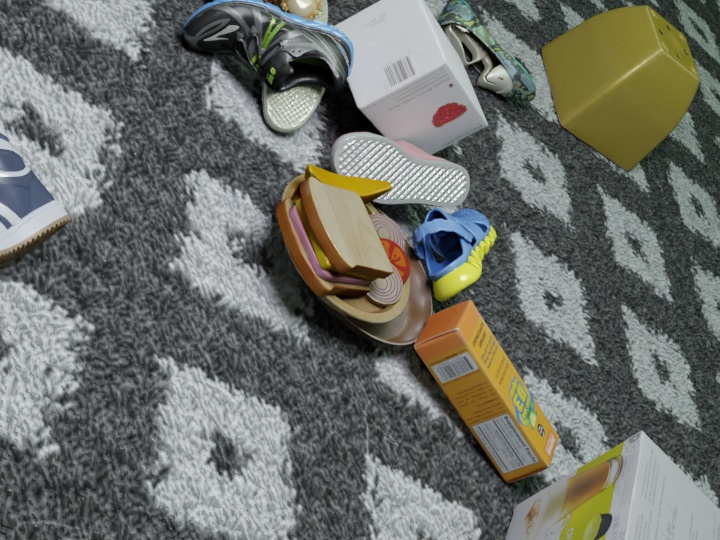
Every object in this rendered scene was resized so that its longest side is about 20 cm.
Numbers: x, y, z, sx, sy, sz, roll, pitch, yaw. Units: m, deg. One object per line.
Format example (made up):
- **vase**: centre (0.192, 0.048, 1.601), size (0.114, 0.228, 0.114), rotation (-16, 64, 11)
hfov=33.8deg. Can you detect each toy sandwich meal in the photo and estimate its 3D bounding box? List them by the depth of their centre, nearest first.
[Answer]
- **toy sandwich meal**: centre (-0.007, -0.036, 1.259), size (0.204, 0.070, 0.207), rotation (31, 40, -30)

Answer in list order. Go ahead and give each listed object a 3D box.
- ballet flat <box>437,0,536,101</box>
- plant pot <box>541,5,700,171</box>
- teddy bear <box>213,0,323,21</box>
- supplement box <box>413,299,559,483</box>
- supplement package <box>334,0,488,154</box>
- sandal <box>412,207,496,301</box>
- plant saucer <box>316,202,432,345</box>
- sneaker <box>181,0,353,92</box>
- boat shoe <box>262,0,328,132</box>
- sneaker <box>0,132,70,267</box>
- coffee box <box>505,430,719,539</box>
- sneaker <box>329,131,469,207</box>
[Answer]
- **ballet flat**: centre (0.187, -0.322, 1.820), size (0.200, 0.074, 0.074), rotation (46, 34, -8)
- **plant pot**: centre (0.457, -0.330, 2.020), size (0.193, 0.200, 0.197), rotation (26, 43, -34)
- **teddy bear**: centre (-0.121, -0.356, 1.411), size (0.067, 0.198, 0.147), rotation (37, 59, -74)
- **supplement box**: centre (0.143, 0.136, 1.323), size (0.201, 0.068, 0.067), rotation (57, 32, -16)
- **supplement package**: centre (0.064, -0.237, 1.475), size (0.200, 0.120, 0.121), rotation (36, 31, -64)
- **sandal**: centre (0.110, -0.041, 1.427), size (0.087, 0.079, 0.200), rotation (55, 18, -11)
- **plant saucer**: centre (0.000, 0.000, 1.326), size (0.199, 0.032, 0.202), rotation (31, 41, -31)
- **sneaker**: centre (-0.104, -0.250, 1.338), size (0.198, 0.071, 0.083), rotation (12, 58, -11)
- **boat shoe**: centre (-0.078, -0.246, 1.418), size (0.074, 0.062, 0.202), rotation (13, 63, -12)
- **sneaker**: centre (-0.323, -0.048, 0.941), size (0.109, 0.070, 0.200), rotation (56, 27, -4)
- **coffee box**: centre (0.267, 0.332, 1.205), size (0.200, 0.197, 0.200), rotation (44, 36, -9)
- **sneaker**: centre (0.027, -0.122, 1.421), size (0.199, 0.076, 0.104), rotation (10, 10, -36)
